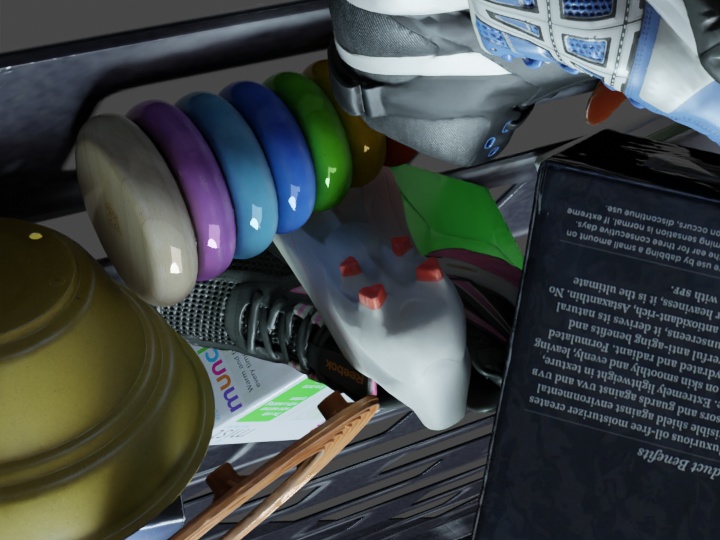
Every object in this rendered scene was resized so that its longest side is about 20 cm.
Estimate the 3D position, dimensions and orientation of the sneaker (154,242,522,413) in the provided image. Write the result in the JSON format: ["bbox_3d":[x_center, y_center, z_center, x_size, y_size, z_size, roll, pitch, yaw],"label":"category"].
[{"bbox_3d":[-0.009,0.025,0.851,0.197,0.081,0.087,3,-149,6],"label":"sneaker"}]

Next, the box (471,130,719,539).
[{"bbox_3d":[0.135,0.052,0.778,0.122,0.201,0.200,14,-168,14],"label":"box"}]

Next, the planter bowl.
[{"bbox_3d":[-0.164,0.035,0.743,0.198,0.200,0.084,-18,129,-23],"label":"planter bowl"}]

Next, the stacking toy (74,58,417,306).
[{"bbox_3d":[-0.022,-0.061,0.758,0.199,0.086,0.085,-26,168,-23],"label":"stacking toy"}]

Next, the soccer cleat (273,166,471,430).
[{"bbox_3d":[0.000,0.000,0.799,0.069,0.200,0.078,-20,122,-7],"label":"soccer cleat"}]

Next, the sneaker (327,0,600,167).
[{"bbox_3d":[0.084,-0.094,0.684,0.197,0.074,0.112,2,143,-2],"label":"sneaker"}]

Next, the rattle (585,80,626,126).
[{"bbox_3d":[0.208,-0.156,0.875,0.129,0.144,0.199,28,151,-31],"label":"rattle"}]

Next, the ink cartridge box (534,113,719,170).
[{"bbox_3d":[0.190,-0.016,0.995,0.083,0.146,0.200,-23,-174,-11],"label":"ink cartridge box"}]

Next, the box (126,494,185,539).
[{"bbox_3d":[-0.200,0.112,0.901,0.196,0.125,0.200,-8,163,-11],"label":"box"}]

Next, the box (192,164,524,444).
[{"bbox_3d":[-0.009,0.021,1.021,0.175,0.097,0.200,-32,165,19],"label":"box"}]

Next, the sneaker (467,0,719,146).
[{"bbox_3d":[0.087,-0.098,0.594,0.077,0.200,0.076,-39,-166,37],"label":"sneaker"}]

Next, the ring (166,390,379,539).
[{"bbox_3d":[-0.072,0.118,0.790,0.200,0.019,0.201,-38,172,-7],"label":"ring"}]
